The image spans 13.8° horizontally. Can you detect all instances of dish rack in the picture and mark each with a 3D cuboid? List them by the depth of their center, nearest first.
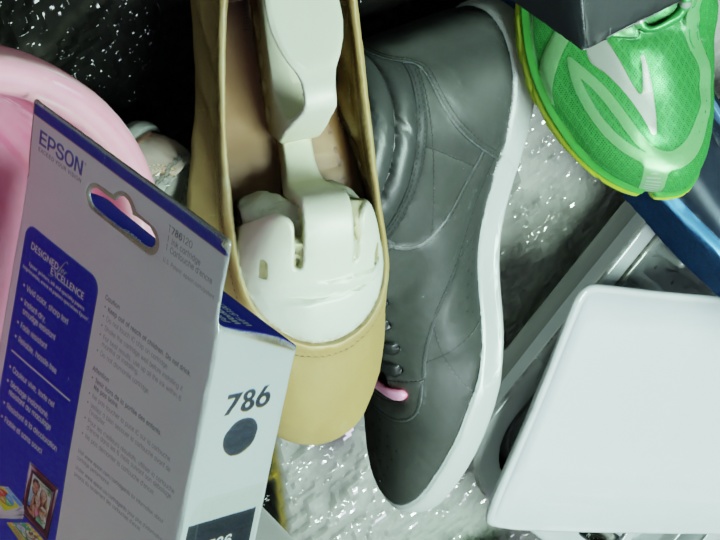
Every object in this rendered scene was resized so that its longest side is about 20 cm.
[{"bbox_3d":[0.132,0.028,1.227,0.200,0.044,0.172,-51,136,0],"label":"dish rack"}]

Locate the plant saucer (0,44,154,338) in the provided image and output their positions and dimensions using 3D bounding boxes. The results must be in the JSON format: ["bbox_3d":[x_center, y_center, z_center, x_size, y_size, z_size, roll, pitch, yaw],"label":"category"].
[{"bbox_3d":[-0.154,0.016,0.918,0.200,0.051,0.201,-26,134,-31],"label":"plant saucer"}]

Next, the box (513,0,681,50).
[{"bbox_3d":[0.062,-0.166,0.922,0.141,0.200,0.079,-29,134,-22],"label":"box"}]

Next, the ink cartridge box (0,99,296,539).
[{"bbox_3d":[-0.072,0.054,0.909,0.039,0.099,0.201,-14,128,-39],"label":"ink cartridge box"}]

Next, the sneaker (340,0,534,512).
[{"bbox_3d":[0.000,0.000,1.085,0.099,0.071,0.201,-8,117,-33],"label":"sneaker"}]

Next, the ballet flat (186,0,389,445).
[{"bbox_3d":[-0.024,-0.039,0.983,0.068,0.063,0.201,-10,95,-18],"label":"ballet flat"}]

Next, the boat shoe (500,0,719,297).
[{"bbox_3d":[0.136,-0.043,1.111,0.069,0.084,0.200,-44,112,-6],"label":"boat shoe"}]

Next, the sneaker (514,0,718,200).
[{"bbox_3d":[0.100,-0.124,1.030,0.074,0.084,0.201,-1,95,-19],"label":"sneaker"}]

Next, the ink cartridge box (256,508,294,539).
[{"bbox_3d":[-0.034,0.193,1.127,0.084,0.146,0.200,-29,133,-19],"label":"ink cartridge box"}]

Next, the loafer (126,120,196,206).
[{"bbox_3d":[-0.089,0.048,1.031,0.200,0.063,0.072,-67,165,19],"label":"loafer"}]

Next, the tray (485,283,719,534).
[{"bbox_3d":[0.135,0.055,1.201,0.200,0.022,0.108,5,114,-41],"label":"tray"}]
